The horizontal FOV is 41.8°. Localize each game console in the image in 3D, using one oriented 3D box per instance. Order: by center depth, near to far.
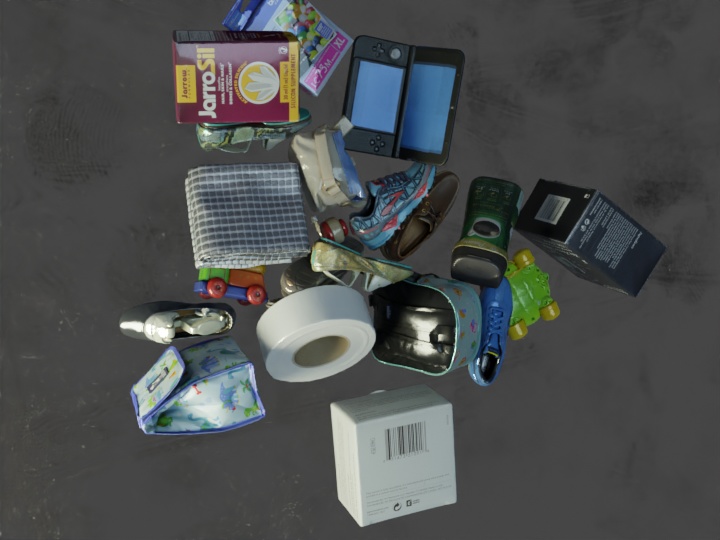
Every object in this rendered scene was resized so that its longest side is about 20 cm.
[{"bbox_3d":[0.069,-0.295,1.635,0.168,0.118,0.203,6,97,-22],"label":"game console"}]

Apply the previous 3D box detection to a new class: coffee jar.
[{"bbox_3d":[0.227,-0.067,1.704,0.103,0.086,0.202,13,59,10],"label":"coffee jar"}]

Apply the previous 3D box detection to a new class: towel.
[{"bbox_3d":[-0.182,-0.094,1.556,0.197,0.086,0.168,-5,71,-19],"label":"towel"}]

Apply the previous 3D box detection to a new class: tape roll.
[{"bbox_3d":[-0.077,0.111,1.620,0.200,0.071,0.203,-15,149,-9],"label":"tape roll"}]

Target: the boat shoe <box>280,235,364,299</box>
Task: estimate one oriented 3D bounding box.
[{"bbox_3d":[-0.072,0.001,1.649,0.199,0.074,0.074,-32,153,-40],"label":"boat shoe"}]

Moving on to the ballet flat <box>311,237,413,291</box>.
[{"bbox_3d":[0.000,0.000,1.606,0.198,0.070,0.072,17,94,-32],"label":"ballet flat"}]

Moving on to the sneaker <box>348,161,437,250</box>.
[{"bbox_3d":[0.056,-0.137,1.682,0.095,0.079,0.201,39,85,-20],"label":"sneaker"}]

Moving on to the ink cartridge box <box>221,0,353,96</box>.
[{"bbox_3d":[-0.121,-0.400,1.586,0.199,0.042,0.120,35,86,-21],"label":"ink cartridge box"}]

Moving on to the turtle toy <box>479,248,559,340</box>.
[{"bbox_3d":[0.272,0.056,1.787,0.198,0.101,0.147,-28,95,-11],"label":"turtle toy"}]

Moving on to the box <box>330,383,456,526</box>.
[{"bbox_3d":[0.061,0.337,1.745,0.196,0.131,0.203,-9,104,-19],"label":"box"}]

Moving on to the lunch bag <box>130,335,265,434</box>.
[{"bbox_3d":[-0.279,0.198,1.567,0.198,0.170,0.129,-18,106,-15],"label":"lunch bag"}]

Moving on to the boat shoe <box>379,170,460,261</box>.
[{"bbox_3d":[0.119,-0.095,1.719,0.072,0.067,0.201,42,84,-22],"label":"boat shoe"}]

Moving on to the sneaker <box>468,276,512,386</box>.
[{"bbox_3d":[0.241,0.109,1.697,0.065,0.078,0.203,10,92,-6],"label":"sneaker"}]

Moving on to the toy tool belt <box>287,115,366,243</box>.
[{"bbox_3d":[-0.036,-0.154,1.614,0.122,0.125,0.202,-23,94,-15],"label":"toy tool belt"}]

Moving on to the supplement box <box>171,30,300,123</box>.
[{"bbox_3d":[-0.199,-0.312,1.513,0.197,0.103,0.133,-4,114,-11],"label":"supplement box"}]

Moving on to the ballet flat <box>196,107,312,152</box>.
[{"bbox_3d":[-0.179,-0.234,1.588,0.197,0.074,0.075,-6,102,-18],"label":"ballet flat"}]

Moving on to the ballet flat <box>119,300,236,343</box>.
[{"bbox_3d":[-0.304,0.088,1.590,0.197,0.073,0.074,-3,101,-20],"label":"ballet flat"}]

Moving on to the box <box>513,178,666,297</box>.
[{"bbox_3d":[0.426,-0.064,1.773,0.199,0.196,0.118,33,89,-23],"label":"box"}]

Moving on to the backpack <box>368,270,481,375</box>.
[{"bbox_3d":[0.126,0.092,1.686,0.152,0.199,0.178,-5,103,-41],"label":"backpack"}]

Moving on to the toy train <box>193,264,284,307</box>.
[{"bbox_3d":[-0.179,0.002,1.623,0.198,0.084,0.117,11,83,-23],"label":"toy train"}]
